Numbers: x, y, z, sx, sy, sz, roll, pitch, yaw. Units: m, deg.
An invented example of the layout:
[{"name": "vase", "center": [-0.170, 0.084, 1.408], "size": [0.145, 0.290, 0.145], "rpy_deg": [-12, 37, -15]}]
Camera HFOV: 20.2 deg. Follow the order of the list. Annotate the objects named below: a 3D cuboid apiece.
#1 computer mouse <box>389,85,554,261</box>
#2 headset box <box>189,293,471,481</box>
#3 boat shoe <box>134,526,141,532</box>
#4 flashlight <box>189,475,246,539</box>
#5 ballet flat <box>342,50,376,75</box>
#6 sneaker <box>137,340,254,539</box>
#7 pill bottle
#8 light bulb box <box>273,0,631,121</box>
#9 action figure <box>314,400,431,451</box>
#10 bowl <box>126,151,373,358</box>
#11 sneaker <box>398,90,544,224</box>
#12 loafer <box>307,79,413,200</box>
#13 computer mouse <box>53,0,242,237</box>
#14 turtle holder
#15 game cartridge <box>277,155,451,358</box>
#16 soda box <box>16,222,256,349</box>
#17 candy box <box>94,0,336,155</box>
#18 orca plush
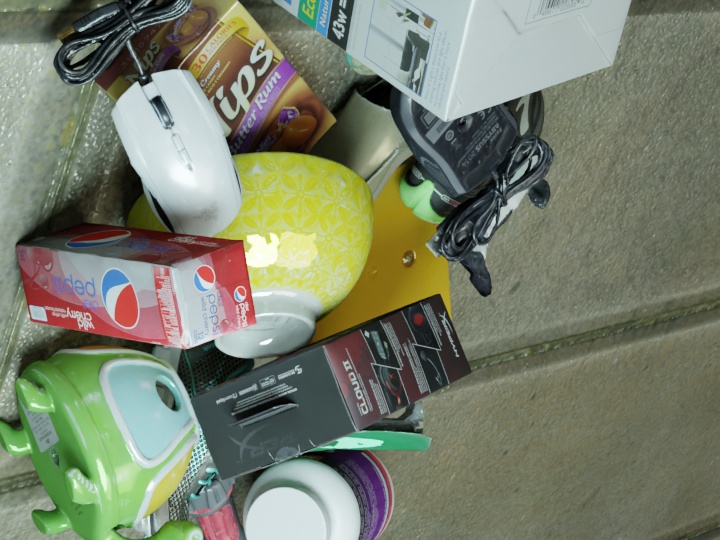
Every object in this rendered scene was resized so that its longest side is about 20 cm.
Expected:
[{"name": "computer mouse", "center": [0.074, -0.115, 1.678], "size": [0.138, 0.053, 0.200], "rpy_deg": [-45, 134, -13]}, {"name": "headset box", "center": [-0.027, 0.095, 1.618], "size": [0.148, 0.076, 0.200], "rpy_deg": [-23, 179, 36]}, {"name": "boat shoe", "center": [-0.150, 0.138, 1.759], "size": [0.200, 0.068, 0.072], "rpy_deg": [-50, 149, -2]}, {"name": "flashlight", "center": [-0.136, 0.231, 1.876], "size": [0.068, 0.068, 0.201], "rpy_deg": [-37, 146, -20]}, {"name": "ballet flat", "center": [0.066, -0.213, 1.681], "size": [0.199, 0.071, 0.071], "rpy_deg": [-25, 141, -28]}, {"name": "sneaker", "center": [-0.136, 0.146, 1.688], "size": [0.078, 0.090, 0.202], "rpy_deg": [0, 96, -81]}, {"name": "pill bottle", "center": [-0.042, 0.225, 1.899], "size": [0.113, 0.112, 0.200], "rpy_deg": [-57, 169, 10]}, {"name": "light bulb box", "center": [0.074, -0.232, 1.539], "size": [0.197, 0.200, 0.126], "rpy_deg": [-21, 137, -40]}, {"name": "action figure", "center": [-0.043, 0.144, 1.852], "size": [0.198, 0.055, 0.118], "rpy_deg": [-4, 177, -10]}, {"name": "bowl", "center": [-0.080, 0.004, 1.579], "size": [0.198, 0.108, 0.201], "rpy_deg": [-8, 154, -4]}, {"name": "sneaker", "center": [0.113, -0.116, 1.792], "size": [0.200, 0.077, 0.084], "rpy_deg": [-49, 178, -39]}, {"name": "loafer", "center": [0.003, -0.113, 1.700], "size": [0.200, 0.075, 0.069], "rpy_deg": [-45, 149, -29]}, {"name": "computer mouse", "center": [-0.134, -0.103, 1.438], "size": [0.109, 0.044, 0.201], "rpy_deg": [-30, 120, -8]}, {"name": "turtle holder", "center": [-0.190, 0.142, 1.590], "size": [0.131, 0.186, 0.142], "rpy_deg": [-22, 144, -29]}, {"name": "game cartridge", "center": [0.000, 0.000, 1.789], "size": [0.199, 0.032, 0.178], "rpy_deg": [-19, 112, -40]}, {"name": "soda box", "center": [-0.165, 0.009, 1.474], "size": [0.070, 0.199, 0.064], "rpy_deg": [-20, 108, -39]}, {"name": "candy box", "center": [-0.107, -0.129, 1.549], "size": [0.117, 0.056, 0.200], "rpy_deg": [-48, 148, -3]}, {"name": "orca plush", "center": [0.115, -0.058, 1.858], "size": [0.104, 0.201, 0.071], "rpy_deg": [17, 144, -17]}]
